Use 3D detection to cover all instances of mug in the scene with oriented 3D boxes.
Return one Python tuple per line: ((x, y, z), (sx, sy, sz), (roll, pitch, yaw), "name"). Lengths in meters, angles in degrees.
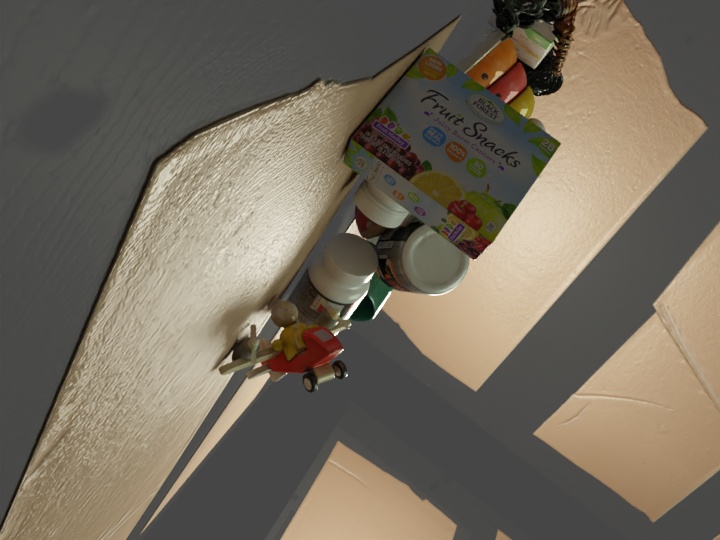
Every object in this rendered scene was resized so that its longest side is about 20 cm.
((0.003, 0.008, 1.498), (0.185, 0.152, 0.115), (-8, -141, 49), "mug")

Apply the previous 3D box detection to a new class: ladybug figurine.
((0.047, -0.126, 1.381), (0.136, 0.072, 0.200), (-36, -171, 31), "ladybug figurine")

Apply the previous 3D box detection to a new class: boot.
((0.269, -0.402, 1.447), (0.080, 0.210, 0.158), (109, -21, -54), "boot")

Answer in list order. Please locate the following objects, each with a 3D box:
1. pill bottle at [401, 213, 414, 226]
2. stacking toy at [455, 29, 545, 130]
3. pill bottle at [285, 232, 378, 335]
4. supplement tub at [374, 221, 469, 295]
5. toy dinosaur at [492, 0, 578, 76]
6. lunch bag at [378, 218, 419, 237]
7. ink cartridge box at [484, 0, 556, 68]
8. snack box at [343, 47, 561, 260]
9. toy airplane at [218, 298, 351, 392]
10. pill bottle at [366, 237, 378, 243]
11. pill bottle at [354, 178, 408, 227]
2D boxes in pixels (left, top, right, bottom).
((0.094, -0.176, 1.223), (0.200, 0.113, 0.113), (-54, 178, 19), "pill bottle")
((0.246, -0.291, 1.299), (0.146, 0.200, 0.146), (-42, -174, 5), "stacking toy")
((-0.052, 0.031, 1.369), (0.116, 0.116, 0.200), (-51, 177, -45), "pill bottle")
((0.095, -0.022, 1.314), (0.123, 0.122, 0.200), (-53, -168, -8), "supplement tub")
((0.269, -0.391, 1.121), (0.102, 0.135, 0.201), (82, 1, -66), "toy dinosaur")
((0.127, -0.093, 1.490), (0.200, 0.077, 0.160), (-22, -174, 14), "lunch bag")
((0.281, -0.417, 1.322), (0.067, 0.117, 0.200), (-54, 177, 2), "ink cartridge box")
((0.109, -0.140, 0.916), (0.169, 0.200, 0.068), (-51, 178, -22), "snack box")
((-0.118, 0.118, 1.267), (0.199, 0.142, 0.200), (-13, -174, 7), "toy airplane")
((0.088, -0.143, 1.658), (0.200, 0.113, 0.113), (-52, 178, -24), "pill bottle")
((0.075, -0.160, 1.084), (0.200, 0.111, 0.111), (-54, 178, 31), "pill bottle")
